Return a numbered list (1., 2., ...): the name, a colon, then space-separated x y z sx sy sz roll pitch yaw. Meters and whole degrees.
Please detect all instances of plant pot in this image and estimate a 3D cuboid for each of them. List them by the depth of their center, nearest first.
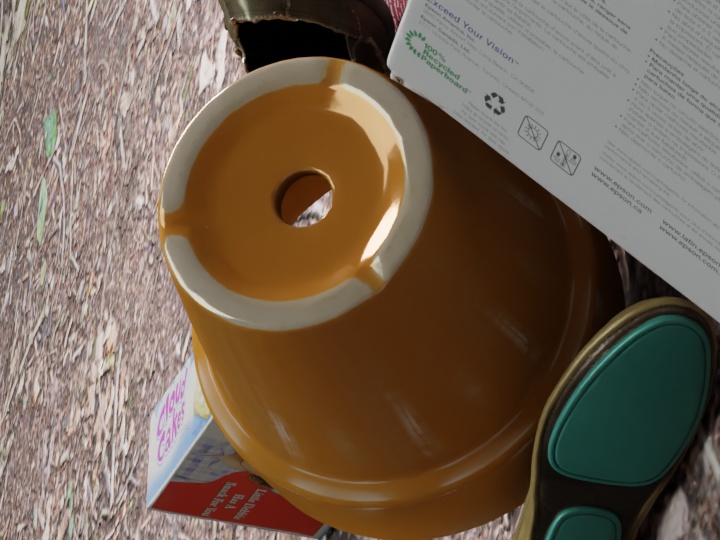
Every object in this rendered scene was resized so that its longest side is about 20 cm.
1. plant pot: 0.000 0.000 1.185 0.183 0.199 0.201 47 -138 -62

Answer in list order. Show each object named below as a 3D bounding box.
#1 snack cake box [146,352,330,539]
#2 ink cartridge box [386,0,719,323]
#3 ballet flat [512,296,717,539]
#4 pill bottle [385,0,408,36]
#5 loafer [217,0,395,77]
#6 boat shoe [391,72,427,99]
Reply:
1. snack cake box: -0.044 0.084 1.552 0.200 0.115 0.067 127 148 -56
2. ink cartridge box: 0.116 -0.091 0.995 0.043 0.196 0.200 -41 -17 -36
3. ballet flat: 0.099 0.084 1.164 0.063 0.068 0.201 -98 24 -59
4. pill bottle: 0.069 -0.140 1.305 0.200 0.113 0.113 -163 82 -73
5. loafer: -0.032 -0.108 1.240 0.200 0.075 0.070 49 -141 -66
6. boat shoe: 0.028 -0.090 1.431 0.071 0.069 0.201 -16 77 59
